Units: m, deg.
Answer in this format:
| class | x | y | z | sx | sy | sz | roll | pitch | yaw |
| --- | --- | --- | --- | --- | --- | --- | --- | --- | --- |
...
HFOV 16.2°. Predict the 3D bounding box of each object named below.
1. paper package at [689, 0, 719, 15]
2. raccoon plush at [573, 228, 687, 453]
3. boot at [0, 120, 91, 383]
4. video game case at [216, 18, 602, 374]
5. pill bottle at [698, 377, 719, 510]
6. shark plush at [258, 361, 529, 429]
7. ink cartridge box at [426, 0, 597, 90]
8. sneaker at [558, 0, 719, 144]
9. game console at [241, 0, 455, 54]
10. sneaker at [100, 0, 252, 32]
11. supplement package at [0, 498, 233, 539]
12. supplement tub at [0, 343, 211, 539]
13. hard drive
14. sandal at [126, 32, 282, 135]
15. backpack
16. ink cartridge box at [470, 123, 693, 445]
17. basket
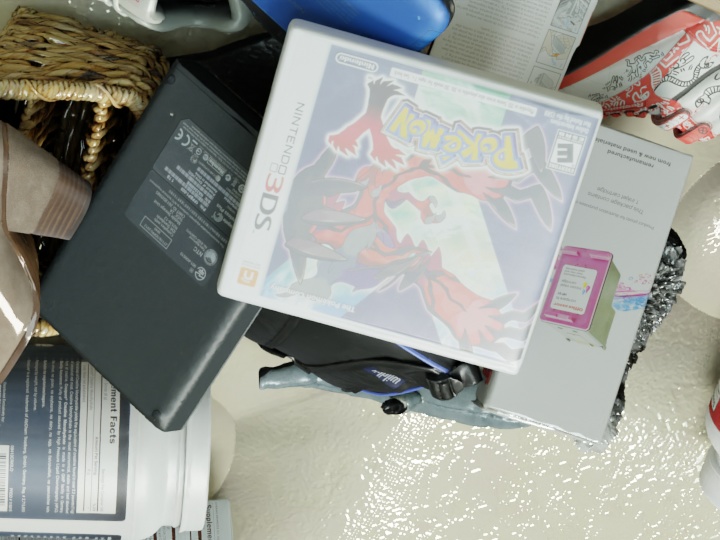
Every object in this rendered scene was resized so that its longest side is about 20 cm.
| class | x | y | z | sx | sy | sz | roll | pitch | yaw |
| --- | --- | --- | --- | --- | --- | --- | --- | --- | --- |
| paper package | 0.203 | -0.277 | 1.596 | 0.190 | 0.103 | 0.201 | 17 | 103 | -27 |
| raccoon plush | 0.149 | 0.011 | 1.778 | 0.134 | 0.201 | 0.097 | 28 | 142 | -22 |
| boot | -0.268 | -0.015 | 1.618 | 0.146 | 0.070 | 0.200 | 16 | 115 | -27 |
| video game case | 0.029 | -0.043 | 1.562 | 0.199 | 0.023 | 0.183 | 15 | 110 | -5 |
| pill bottle | 0.324 | 0.089 | 1.876 | 0.112 | 0.112 | 0.201 | 11 | 120 | -12 |
| shark plush | 0.029 | 0.076 | 1.855 | 0.199 | 0.083 | 0.091 | 15 | 120 | -14 |
| ink cartridge box | 0.104 | -0.199 | 1.673 | 0.109 | 0.050 | 0.201 | 15 | 105 | -27 |
| sneaker | 0.189 | -0.123 | 1.757 | 0.201 | 0.067 | 0.108 | -26 | 118 | 8 |
| game console | -0.039 | -0.214 | 1.590 | 0.200 | 0.119 | 0.171 | 41 | 138 | -11 |
| sneaker | -0.156 | -0.203 | 1.653 | 0.199 | 0.100 | 0.078 | 9 | 121 | -11 |
| supplement package | -0.189 | 0.291 | 1.906 | 0.199 | 0.148 | 0.192 | -4 | 139 | -3 |
| supplement tub | -0.211 | 0.124 | 1.828 | 0.199 | 0.141 | 0.141 | 3 | 122 | -7 |
| hard drive | -0.119 | -0.016 | 1.639 | 0.139 | 0.033 | 0.200 | 41 | 109 | 22 |
| sandal | -0.074 | -0.134 | 1.742 | 0.199 | 0.048 | 0.076 | -5 | 120 | 13 |
| backpack | 0.000 | 0.000 | 1.747 | 0.183 | 0.200 | 0.147 | 33 | 71 | -10 |
| ink cartridge box | 0.145 | 0.009 | 1.682 | 0.084 | 0.145 | 0.201 | 19 | 90 | 0 |
| basket | -0.206 | -0.051 | 1.700 | 0.142 | 0.149 | 0.201 | 18 | 119 | 1 |
